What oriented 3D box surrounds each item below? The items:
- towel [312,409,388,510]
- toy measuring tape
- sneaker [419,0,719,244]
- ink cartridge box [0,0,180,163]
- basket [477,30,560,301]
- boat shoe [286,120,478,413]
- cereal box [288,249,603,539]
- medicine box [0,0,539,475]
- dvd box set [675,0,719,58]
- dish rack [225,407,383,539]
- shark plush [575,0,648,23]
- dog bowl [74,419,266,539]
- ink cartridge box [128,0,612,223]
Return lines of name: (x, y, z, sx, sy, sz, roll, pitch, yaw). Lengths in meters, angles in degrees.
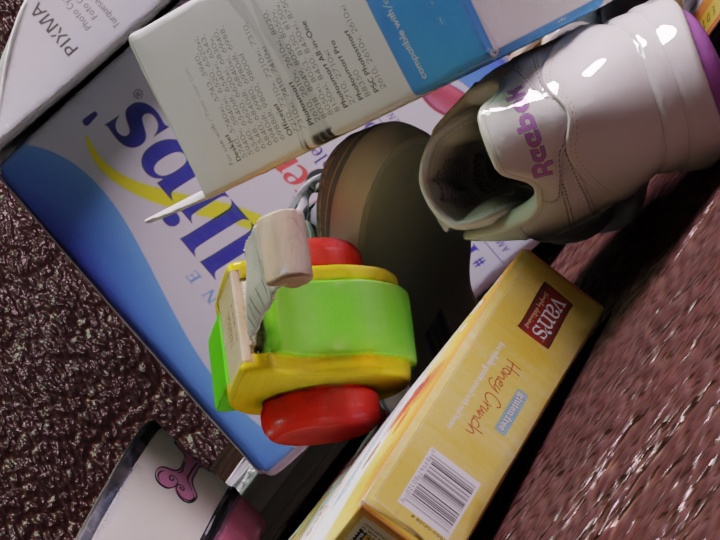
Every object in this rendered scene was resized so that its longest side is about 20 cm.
towel: (-0.017, 0.114, 1.232, 0.200, 0.023, 0.144, -55, 1, 8)
toy measuring tape: (-0.010, 0.015, 0.914, 0.074, 0.073, 0.200, -55, -2, -17)
sneaker: (0.058, -0.046, 0.960, 0.099, 0.075, 0.200, -19, -6, -10)
ink cartridge box: (-0.156, -0.082, 1.212, 0.200, 0.047, 0.160, -40, 4, -12)
basket: (0.060, -0.093, 1.350, 0.200, 0.123, 0.136, -54, 3, -5)
boat shoe: (0.001, 0.000, 1.055, 0.070, 0.071, 0.201, -54, -22, -18)
cereal box: (-0.003, 0.099, 0.928, 0.200, 0.039, 0.144, -53, 2, 41)
medicine box: (-0.025, -0.044, 1.224, 0.200, 0.182, 0.103, -42, 3, 2)
dvd box set: (0.127, -0.187, 0.923, 0.146, 0.029, 0.201, 118, 147, -66)
dish rack: (-0.025, 0.088, 1.488, 0.200, 0.043, 0.172, -54, 2, 20)
shark plush: (0.102, -0.132, 1.040, 0.201, 0.090, 0.084, 88, -157, -52)
dog bowl: (-0.109, 0.175, 1.273, 0.200, 0.073, 0.201, 25, -90, -88)
ink cartridge box: (0.002, -0.089, 0.971, 0.116, 0.068, 0.200, -29, 4, -43)
